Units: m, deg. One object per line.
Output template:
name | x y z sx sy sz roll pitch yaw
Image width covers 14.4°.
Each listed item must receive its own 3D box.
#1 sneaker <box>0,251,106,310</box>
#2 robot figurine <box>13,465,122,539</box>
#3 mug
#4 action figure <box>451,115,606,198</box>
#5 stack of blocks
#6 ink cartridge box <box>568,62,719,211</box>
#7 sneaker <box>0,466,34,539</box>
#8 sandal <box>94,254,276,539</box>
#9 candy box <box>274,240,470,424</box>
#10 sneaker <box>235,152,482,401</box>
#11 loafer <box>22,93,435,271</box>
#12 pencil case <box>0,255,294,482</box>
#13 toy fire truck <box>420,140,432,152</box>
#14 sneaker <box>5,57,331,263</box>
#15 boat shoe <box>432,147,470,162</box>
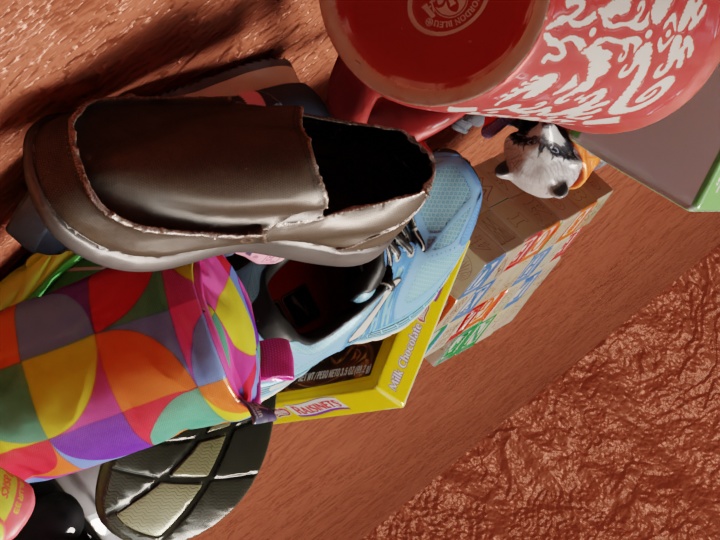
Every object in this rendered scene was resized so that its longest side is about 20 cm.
sneaker | -0.156 0.053 1.322 0.200 0.084 0.074 -41 171 15
robot figurine | -0.191 0.126 1.422 0.200 0.150 0.125 -37 146 -7
mug | 0.064 -0.107 1.257 0.178 0.133 0.200 -64 160 15
action figure | 0.138 -0.121 1.528 0.194 0.105 0.200 -58 -170 -18
stack of blocks | 0.061 -0.005 1.674 0.115 0.059 0.200 -53 168 27
ink cartridge box | 0.208 -0.112 1.500 0.200 0.084 0.145 -3 122 -64
sneaker | -0.182 0.086 1.164 0.090 0.078 0.200 -11 131 4
sandal | -0.081 0.045 1.396 0.057 0.080 0.201 -15 -129 49
candy box | -0.025 0.033 1.538 0.200 0.026 0.102 -12 -132 53
sneaker | 0.000 0.000 1.369 0.200 0.078 0.090 -38 -176 -39
loafer | -0.050 -0.046 1.178 0.200 0.073 0.071 -1 157 -42
pencil case | -0.134 0.054 1.231 0.200 0.088 0.088 -18 174 11
toy fire truck | -0.002 -0.062 1.478 0.200 0.049 0.141 -35 169 -18
sneaker | -0.069 -0.035 1.254 0.200 0.082 0.070 -28 166 -49
boat shoe | -0.003 -0.014 1.714 0.067 0.057 0.200 -34 164 -46
